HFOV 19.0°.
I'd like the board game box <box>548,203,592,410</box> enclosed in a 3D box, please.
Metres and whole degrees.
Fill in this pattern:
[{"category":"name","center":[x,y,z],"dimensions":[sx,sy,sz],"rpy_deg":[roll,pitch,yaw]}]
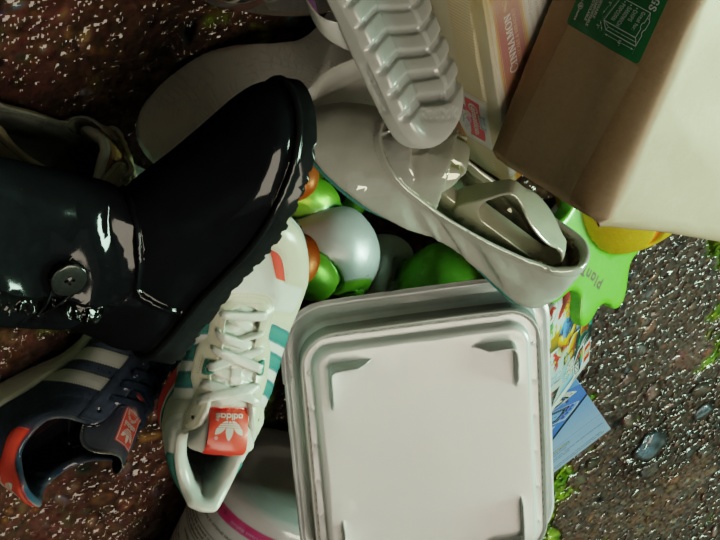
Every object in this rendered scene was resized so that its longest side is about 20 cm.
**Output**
[{"category":"board game box","center":[0.113,0.047,1.459],"dimensions":[0.200,0.034,0.127],"rpy_deg":[-46,143,-54]}]

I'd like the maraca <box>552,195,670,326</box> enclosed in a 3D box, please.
[{"category":"maraca","center":[0.174,-0.062,1.423],"dimensions":[0.137,0.106,0.201],"rpy_deg":[32,80,-47]}]

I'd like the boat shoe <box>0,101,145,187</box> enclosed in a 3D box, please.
[{"category":"boat shoe","center":[-0.159,-0.048,1.247],"dimensions":[0.199,0.075,0.069],"rpy_deg":[10,128,-40]}]

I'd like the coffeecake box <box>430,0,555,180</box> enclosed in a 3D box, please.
[{"category":"coffeecake box","center":[0.124,-0.175,1.287],"dimensions":[0.200,0.073,0.154],"rpy_deg":[-40,144,-22]}]

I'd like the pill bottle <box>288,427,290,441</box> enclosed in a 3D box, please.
[{"category":"pill bottle","center":[0.040,0.115,1.504],"dimensions":[0.111,0.111,0.200],"rpy_deg":[-45,154,11]}]

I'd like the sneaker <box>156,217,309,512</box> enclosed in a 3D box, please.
[{"category":"sneaker","center":[-0.072,0.058,1.276],"dimensions":[0.070,0.094,0.201],"rpy_deg":[9,128,-18]}]

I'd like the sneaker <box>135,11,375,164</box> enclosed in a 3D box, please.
[{"category":"sneaker","center":[-0.038,-0.097,1.291],"dimensions":[0.199,0.075,0.089],"rpy_deg":[-26,145,-15]}]

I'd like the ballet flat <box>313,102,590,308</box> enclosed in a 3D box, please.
[{"category":"ballet flat","center":[0.058,-0.047,1.263],"dimensions":[0.199,0.070,0.070],"rpy_deg":[34,107,-26]}]

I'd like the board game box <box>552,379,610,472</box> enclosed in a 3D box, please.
[{"category":"board game box","center":[0.096,0.156,1.670],"dimensions":[0.199,0.019,0.103],"rpy_deg":[-38,142,1]}]

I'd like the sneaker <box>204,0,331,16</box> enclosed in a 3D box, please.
[{"category":"sneaker","center":[-0.071,-0.169,1.186],"dimensions":[0.199,0.082,0.077],"rpy_deg":[13,121,-43]}]

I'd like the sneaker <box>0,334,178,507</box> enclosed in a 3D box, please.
[{"category":"sneaker","center":[-0.150,0.076,1.364],"dimensions":[0.199,0.085,0.075],"rpy_deg":[-38,140,2]}]

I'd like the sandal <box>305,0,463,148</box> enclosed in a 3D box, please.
[{"category":"sandal","center":[-0.006,-0.159,1.183],"dimensions":[0.082,0.050,0.204],"rpy_deg":[-31,106,-46]}]

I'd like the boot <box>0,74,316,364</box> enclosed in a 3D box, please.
[{"category":"boot","center":[-0.135,-0.035,1.172],"dimensions":[0.167,0.077,0.201],"rpy_deg":[13,125,-38]}]

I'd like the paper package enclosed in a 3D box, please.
[{"category":"paper package","center":[0.193,-0.125,1.252],"dimensions":[0.190,0.103,0.201],"rpy_deg":[5,113,-51]}]

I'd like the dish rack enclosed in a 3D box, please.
[{"category":"dish rack","center":[0.041,0.108,1.351],"dimensions":[0.170,0.044,0.202],"rpy_deg":[-8,119,-6]}]

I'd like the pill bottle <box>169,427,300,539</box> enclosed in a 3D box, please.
[{"category":"pill bottle","center":[-0.088,0.220,1.526],"dimensions":[0.113,0.114,0.201],"rpy_deg":[3,126,-37]}]

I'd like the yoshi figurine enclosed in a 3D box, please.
[{"category":"yoshi figurine","center":[0.012,-0.007,1.388],"dimensions":[0.113,0.112,0.200],"rpy_deg":[-51,141,8]}]
